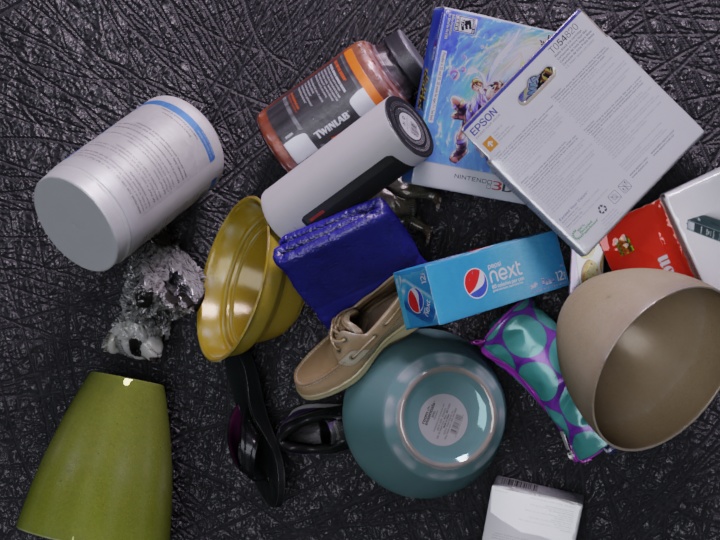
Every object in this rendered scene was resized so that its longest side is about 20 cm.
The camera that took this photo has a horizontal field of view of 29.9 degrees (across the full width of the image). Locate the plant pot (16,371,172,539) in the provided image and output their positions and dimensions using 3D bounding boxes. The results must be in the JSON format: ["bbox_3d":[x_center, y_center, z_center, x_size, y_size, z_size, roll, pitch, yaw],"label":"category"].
[{"bbox_3d":[-0.305,0.230,1.643,0.186,0.187,0.201,9,82,11],"label":"plant pot"}]

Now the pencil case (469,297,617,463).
[{"bbox_3d":[0.225,0.129,1.557,0.092,0.085,0.200,-40,85,-11],"label":"pencil case"}]

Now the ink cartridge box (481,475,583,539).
[{"bbox_3d":[0.193,0.355,1.601,0.109,0.050,0.201,11,98,10],"label":"ink cartridge box"}]

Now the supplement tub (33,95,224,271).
[{"bbox_3d":[-0.265,-0.104,1.567,0.132,0.200,0.132,23,134,26],"label":"supplement tub"}]

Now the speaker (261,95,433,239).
[{"bbox_3d":[-0.018,-0.108,1.501,0.200,0.081,0.081,-34,87,30],"label":"speaker"}]

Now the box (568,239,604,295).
[{"bbox_3d":[0.264,-0.070,1.556,0.041,0.039,0.201,3,95,8],"label":"box"}]

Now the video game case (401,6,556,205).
[{"bbox_3d":[0.155,-0.182,1.529,0.181,0.045,0.201,9,97,-17],"label":"video game case"}]

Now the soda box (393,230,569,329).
[{"bbox_3d":[0.138,0.009,1.514,0.064,0.200,0.068,-12,93,54],"label":"soda box"}]

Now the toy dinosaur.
[{"bbox_3d":[0.044,-0.086,1.582,0.102,0.077,0.201,16,101,3],"label":"toy dinosaur"}]

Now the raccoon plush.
[{"bbox_3d":[-0.263,0.016,1.668,0.134,0.097,0.201,-40,42,40],"label":"raccoon plush"}]

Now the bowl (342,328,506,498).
[{"bbox_3d":[0.087,0.165,1.543,0.200,0.105,0.202,1,86,-13],"label":"bowl"}]

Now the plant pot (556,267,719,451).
[{"bbox_3d":[0.290,0.077,1.468,0.134,0.200,0.201,40,105,48],"label":"plant pot"}]

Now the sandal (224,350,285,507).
[{"bbox_3d":[-0.141,0.195,1.643,0.048,0.075,0.201,-13,84,-29],"label":"sandal"}]

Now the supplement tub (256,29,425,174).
[{"bbox_3d":[-0.015,-0.194,1.569,0.200,0.107,0.107,-35,87,13],"label":"supplement tub"}]

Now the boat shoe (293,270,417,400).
[{"bbox_3d":[-0.007,0.070,1.543,0.200,0.064,0.071,-40,43,11],"label":"boat shoe"}]

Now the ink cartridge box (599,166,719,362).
[{"bbox_3d":[0.382,0.004,1.517,0.173,0.044,0.201,-25,94,3],"label":"ink cartridge box"}]

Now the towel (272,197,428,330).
[{"bbox_3d":[0.000,0.000,1.550,0.147,0.200,0.050,-26,51,9],"label":"towel"}]

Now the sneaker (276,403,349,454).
[{"bbox_3d":[-0.002,0.188,1.607,0.199,0.088,0.076,-15,91,12],"label":"sneaker"}]

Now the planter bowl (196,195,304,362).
[{"bbox_3d":[-0.117,0.019,1.598,0.083,0.200,0.201,16,100,-26],"label":"planter bowl"}]

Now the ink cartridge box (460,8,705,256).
[{"bbox_3d":[0.245,-0.153,1.503,0.200,0.041,0.200,-45,91,-3],"label":"ink cartridge box"}]
